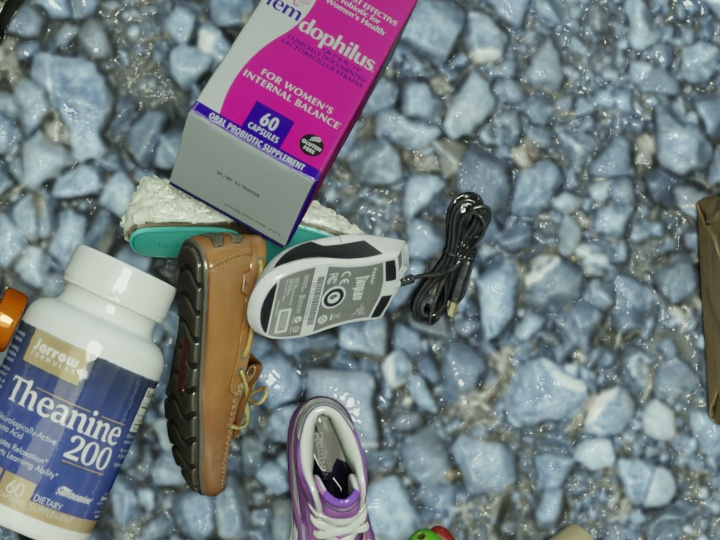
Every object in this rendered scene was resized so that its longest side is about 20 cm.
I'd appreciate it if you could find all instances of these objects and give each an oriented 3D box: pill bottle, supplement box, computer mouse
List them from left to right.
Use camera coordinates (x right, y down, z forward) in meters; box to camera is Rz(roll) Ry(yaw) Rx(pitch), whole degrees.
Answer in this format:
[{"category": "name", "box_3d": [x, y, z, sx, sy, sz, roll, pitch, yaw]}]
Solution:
[{"category": "pill bottle", "box_3d": [-0.210, 0.089, 1.035, 0.110, 0.111, 0.202, 24, 84, -2]}, {"category": "supplement box", "box_3d": [-0.045, -0.137, 1.035, 0.100, 0.104, 0.201, 28, 59, -2]}, {"category": "computer mouse", "box_3d": [0.000, 0.000, 1.041, 0.198, 0.111, 0.044, -8, 41, -31]}]

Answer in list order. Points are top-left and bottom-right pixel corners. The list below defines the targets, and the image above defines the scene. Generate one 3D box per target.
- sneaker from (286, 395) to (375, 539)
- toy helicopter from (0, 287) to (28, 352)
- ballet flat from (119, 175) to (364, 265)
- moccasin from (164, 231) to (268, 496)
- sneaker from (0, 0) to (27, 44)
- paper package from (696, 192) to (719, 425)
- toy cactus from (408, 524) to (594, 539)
[{"category": "sneaker", "box_3d": [-0.019, 0.195, 1.043, 0.072, 0.114, 0.204, -13, 88, -7]}, {"category": "toy helicopter", "box_3d": [-0.309, 0.090, 0.996, 0.078, 0.201, 0.133, 26, 119, -13]}, {"category": "ballet flat", "box_3d": [-0.082, -0.041, 1.081, 0.197, 0.072, 0.073, 7, 85, -5]}, {"category": "moccasin", "box_3d": [-0.102, 0.071, 1.053, 0.077, 0.073, 0.205, -3, 104, -30]}, {"category": "sneaker", "box_3d": [-0.331, -0.144, 1.068, 0.103, 0.060, 0.202, 21, 81, 2]}, {"category": "paper package", "box_3d": [0.371, 0.025, 1.089, 0.197, 0.103, 0.194, -2, 85, -4]}, {"category": "toy cactus", "box_3d": [0.115, 0.261, 1.071, 0.165, 0.102, 0.201, -38, 88, -25]}]
